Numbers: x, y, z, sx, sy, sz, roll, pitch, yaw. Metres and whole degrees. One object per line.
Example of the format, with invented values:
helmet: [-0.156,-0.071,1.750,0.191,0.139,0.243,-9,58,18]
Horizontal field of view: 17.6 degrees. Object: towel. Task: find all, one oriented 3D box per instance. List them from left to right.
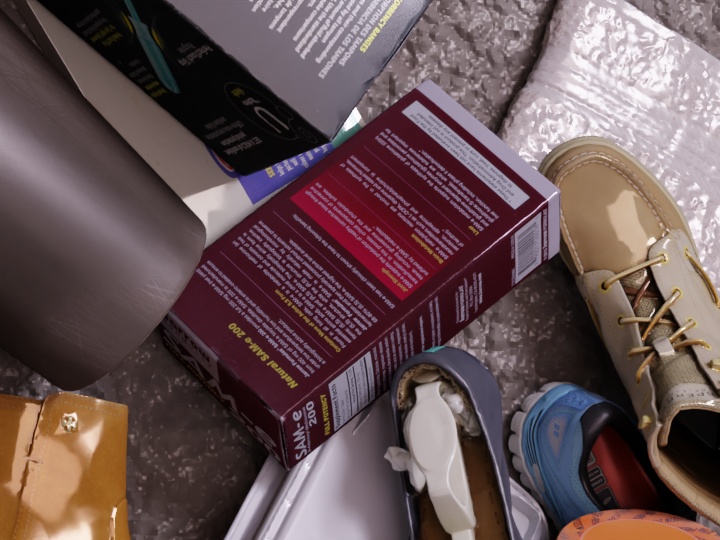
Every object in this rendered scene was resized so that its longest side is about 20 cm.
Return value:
towel: [0.176,-0.063,1.341,0.199,0.034,0.133,29,75,-16]

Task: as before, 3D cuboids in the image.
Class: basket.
basket: [-0.185,-0.046,1.150,0.136,0.181,0.200,-38,113,23]

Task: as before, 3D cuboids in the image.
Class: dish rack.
dish rack: [0.019,0.155,1.218,0.171,0.043,0.200,40,50,-14]

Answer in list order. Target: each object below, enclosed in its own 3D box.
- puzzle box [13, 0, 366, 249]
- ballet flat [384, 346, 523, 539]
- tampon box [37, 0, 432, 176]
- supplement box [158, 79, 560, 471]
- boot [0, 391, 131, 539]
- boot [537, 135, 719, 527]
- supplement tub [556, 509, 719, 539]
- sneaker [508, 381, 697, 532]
puzzle box: [-0.096,-0.120,1.248,0.133,0.025,0.201,-33,97,-20]
ballet flat: [0.049,0.132,1.169,0.073,0.073,0.201,-1,70,-20]
tampon box: [-0.076,-0.164,1.165,0.200,0.150,0.127,40,74,-13]
supplement box: [0.000,0.000,1.230,0.200,0.061,0.109,-37,62,-19]
boot: [-0.133,0.141,1.188,0.200,0.071,0.145,17,80,-14]
boot: [0.161,0.033,1.249,0.072,0.156,0.201,-25,109,10]
supplement tub: [0.141,0.236,1.220,0.122,0.123,0.201,-5,114,-21]
sneaker: [0.155,0.155,1.284,0.078,0.090,0.201,-35,99,-19]
